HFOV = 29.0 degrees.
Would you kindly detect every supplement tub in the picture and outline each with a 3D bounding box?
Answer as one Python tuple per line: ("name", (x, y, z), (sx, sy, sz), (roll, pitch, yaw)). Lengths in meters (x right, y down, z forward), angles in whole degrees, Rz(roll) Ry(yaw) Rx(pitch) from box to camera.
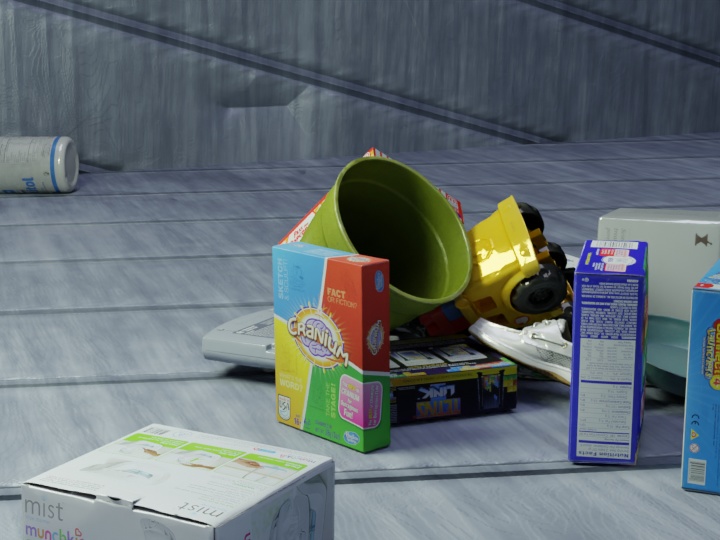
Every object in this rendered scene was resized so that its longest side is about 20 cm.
("supplement tub", (-0.767, -0.246, 3.240), (0.198, 0.133, 0.132), (0, 12, 7))

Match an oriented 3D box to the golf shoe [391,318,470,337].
("golf shoe", (0.074, 0.053, 1.920), (0.198, 0.079, 0.095), (2, 12, 8))

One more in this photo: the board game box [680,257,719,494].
("board game box", (0.371, 0.097, 1.396), (0.055, 0.202, 0.196), (6, 14, 23))

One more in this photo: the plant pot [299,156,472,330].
("plant pot", (0.000, 0.000, 1.685), (0.199, 0.201, 0.193), (-13, -22, -45))

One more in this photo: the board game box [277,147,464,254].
("board game box", (0.011, -0.046, 1.789), (0.151, 0.200, 0.047), (30, 33, -28))

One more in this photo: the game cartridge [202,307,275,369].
("game cartridge", (-0.106, 0.083, 1.779), (0.132, 0.041, 0.200), (10, 15, 29))

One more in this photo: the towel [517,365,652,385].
("towel", (0.303, 0.112, 1.756), (0.198, 0.024, 0.153), (2, 12, 14))

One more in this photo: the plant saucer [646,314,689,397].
("plant saucer", (0.388, 0.108, 1.653), (0.198, 0.036, 0.200), (12, 19, -4))

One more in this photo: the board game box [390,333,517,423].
("board game box", (0.060, 0.126, 1.626), (0.198, 0.057, 0.165), (-4, 10, -17))

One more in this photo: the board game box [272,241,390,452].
("board game box", (-0.032, 0.079, 1.502), (0.040, 0.202, 0.152), (-11, 15, -40))

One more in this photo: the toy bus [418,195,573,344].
("toy bus", (0.173, 0.034, 1.750), (0.191, 0.200, 0.136), (-29, 47, 13))

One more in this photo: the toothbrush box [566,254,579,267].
("toothbrush box", (0.233, 0.031, 1.989), (0.198, 0.086, 0.146), (-7, 13, -24))

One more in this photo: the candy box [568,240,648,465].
("candy box", (0.263, 0.083, 1.466), (0.076, 0.202, 0.169), (4, 14, 13))

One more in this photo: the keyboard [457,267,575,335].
("keyboard", (0.195, 0.048, 1.862), (0.198, 0.105, 0.040), (-7, 27, -21))

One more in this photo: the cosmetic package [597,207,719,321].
("cosmetic package", (0.410, 0.005, 1.872), (0.164, 0.166, 0.200), (4, 6, 19))

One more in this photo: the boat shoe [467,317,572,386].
("boat shoe", (0.224, 0.089, 1.629), (0.199, 0.070, 0.071), (23, -2, 20))

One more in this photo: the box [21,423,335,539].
("box", (-0.148, 0.206, 1.160), (0.199, 0.098, 0.176), (6, 14, 29))

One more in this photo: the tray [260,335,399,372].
("tray", (-0.044, 0.109, 1.791), (0.198, 0.022, 0.107), (-1, 13, -3))
